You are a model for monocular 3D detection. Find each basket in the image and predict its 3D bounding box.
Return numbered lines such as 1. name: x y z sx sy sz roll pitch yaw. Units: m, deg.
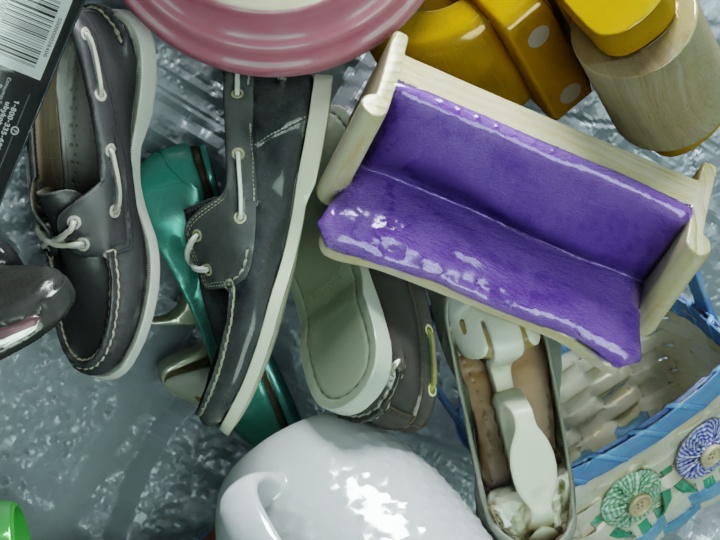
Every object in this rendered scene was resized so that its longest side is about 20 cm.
1. basket: 0.135 0.061 1.703 0.176 0.139 0.200 -35 115 -9

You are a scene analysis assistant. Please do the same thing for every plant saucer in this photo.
1. plant saucer: -0.047 -0.205 1.574 0.199 0.051 0.202 0 83 2

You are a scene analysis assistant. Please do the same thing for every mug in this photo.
1. mug: -0.008 0.165 1.565 0.147 0.176 0.200 -38 153 12

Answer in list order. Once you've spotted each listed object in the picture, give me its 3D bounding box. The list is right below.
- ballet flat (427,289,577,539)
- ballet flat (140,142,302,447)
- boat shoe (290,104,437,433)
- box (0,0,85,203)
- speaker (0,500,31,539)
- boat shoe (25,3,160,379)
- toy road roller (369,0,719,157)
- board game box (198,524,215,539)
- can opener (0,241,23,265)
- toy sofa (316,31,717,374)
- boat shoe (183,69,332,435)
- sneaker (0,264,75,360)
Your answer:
1. ballet flat: 0.082 0.059 1.605 0.067 0.064 0.201 -11 87 -6
2. ballet flat: -0.088 0.028 1.658 0.070 0.067 0.201 -19 106 0
3. boat shoe: 0.000 0.000 1.633 0.060 0.202 0.072 27 132 -37
4. box: -0.240 -0.110 1.489 0.124 0.200 0.149 22 94 -25
5. speaker: -0.273 0.177 1.581 0.199 0.088 0.089 -11 107 1
6. boat shoe: -0.148 -0.042 1.593 0.060 0.074 0.201 0 95 -53
7. toy road roller: 0.092 -0.127 1.616 0.146 0.200 0.123 -39 144 -2
8. board game box: -0.024 0.227 1.735 0.200 0.039 0.158 41 86 -23
9. can opener: -0.253 0.069 1.617 0.200 0.053 0.067 -38 144 -9
10. toy sofa: 0.081 -0.034 1.573 0.199 0.083 0.098 23 50 -6
11. boat shoe: -0.065 -0.013 1.596 0.067 0.072 0.201 12 84 -5
12. sneaker: -0.254 -0.002 1.541 0.199 0.076 0.116 -12 110 11
